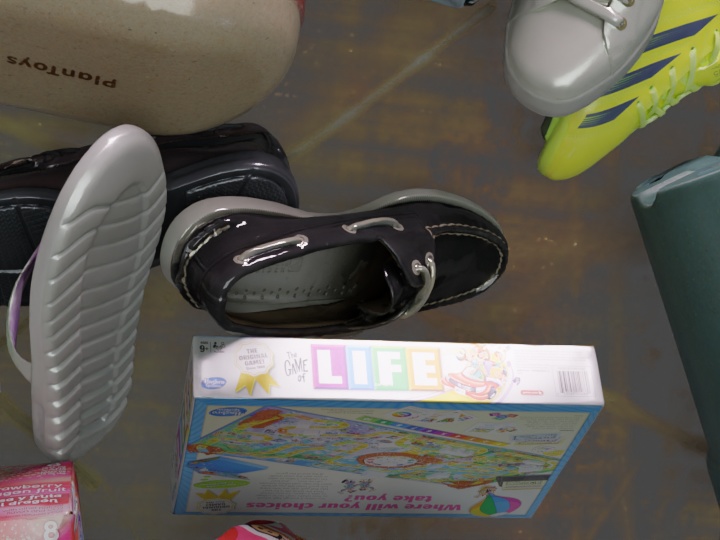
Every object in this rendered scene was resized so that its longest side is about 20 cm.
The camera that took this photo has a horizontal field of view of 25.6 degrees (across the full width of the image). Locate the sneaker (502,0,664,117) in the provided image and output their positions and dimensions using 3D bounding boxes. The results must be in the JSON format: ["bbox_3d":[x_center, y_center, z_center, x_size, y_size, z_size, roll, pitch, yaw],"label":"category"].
[{"bbox_3d":[0.129,-0.172,0.772,0.072,0.085,0.201,29,79,15],"label":"sneaker"}]

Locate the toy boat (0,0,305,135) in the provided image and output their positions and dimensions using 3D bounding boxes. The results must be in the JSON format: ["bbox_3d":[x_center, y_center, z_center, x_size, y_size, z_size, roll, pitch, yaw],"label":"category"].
[{"bbox_3d":[-0.123,-0.150,0.762,0.198,0.131,0.132,11,67,-12],"label":"toy boat"}]

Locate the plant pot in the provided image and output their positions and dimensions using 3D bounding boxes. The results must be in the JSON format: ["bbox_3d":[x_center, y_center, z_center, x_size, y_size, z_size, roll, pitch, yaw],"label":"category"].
[{"bbox_3d":[0.242,0.021,0.812,0.199,0.200,0.197,-24,94,-6],"label":"plant pot"}]

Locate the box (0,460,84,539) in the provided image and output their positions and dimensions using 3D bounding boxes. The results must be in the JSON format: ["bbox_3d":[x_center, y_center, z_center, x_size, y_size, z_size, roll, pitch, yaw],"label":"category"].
[{"bbox_3d":[-0.229,0.156,0.745,0.198,0.095,0.101,-5,100,-9],"label":"box"}]

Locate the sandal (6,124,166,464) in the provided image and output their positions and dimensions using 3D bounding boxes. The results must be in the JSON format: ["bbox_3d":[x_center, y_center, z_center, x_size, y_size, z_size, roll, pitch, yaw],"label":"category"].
[{"bbox_3d":[-0.142,0.014,0.761,0.050,0.082,0.204,30,129,18],"label":"sandal"}]

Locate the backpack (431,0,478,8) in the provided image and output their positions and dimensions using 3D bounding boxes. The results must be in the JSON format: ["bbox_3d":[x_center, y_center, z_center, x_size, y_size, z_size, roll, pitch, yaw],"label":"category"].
[{"bbox_3d":[0.065,-0.228,0.764,0.153,0.163,0.202,16,102,-4],"label":"backpack"}]

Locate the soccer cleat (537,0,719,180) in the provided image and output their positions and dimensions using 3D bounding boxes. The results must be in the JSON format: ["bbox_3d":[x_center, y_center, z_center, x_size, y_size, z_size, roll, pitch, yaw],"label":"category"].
[{"bbox_3d":[0.170,-0.120,0.831,0.084,0.065,0.201,39,87,1],"label":"soccer cleat"}]

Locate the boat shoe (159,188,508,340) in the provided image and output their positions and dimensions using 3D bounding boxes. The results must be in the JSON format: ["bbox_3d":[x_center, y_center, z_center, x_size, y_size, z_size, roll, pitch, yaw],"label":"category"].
[{"bbox_3d":[0.000,0.000,0.790,0.199,0.060,0.074,4,117,-35],"label":"boat shoe"}]

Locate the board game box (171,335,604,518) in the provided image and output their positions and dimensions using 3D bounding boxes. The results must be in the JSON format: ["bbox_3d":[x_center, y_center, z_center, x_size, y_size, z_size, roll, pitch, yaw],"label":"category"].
[{"bbox_3d":[0.008,0.083,0.803,0.198,0.135,0.034,2,57,-11],"label":"board game box"}]

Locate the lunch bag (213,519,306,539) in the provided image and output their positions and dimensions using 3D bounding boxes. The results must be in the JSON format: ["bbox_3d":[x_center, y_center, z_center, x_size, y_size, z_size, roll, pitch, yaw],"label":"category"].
[{"bbox_3d":[-0.074,0.223,0.784,0.082,0.176,0.201,29,89,13],"label":"lunch bag"}]

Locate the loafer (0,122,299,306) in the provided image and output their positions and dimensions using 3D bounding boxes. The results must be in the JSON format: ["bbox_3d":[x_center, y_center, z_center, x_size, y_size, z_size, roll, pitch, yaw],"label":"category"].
[{"bbox_3d":[-0.132,-0.032,0.803,0.198,0.063,0.072,-10,130,-5],"label":"loafer"}]

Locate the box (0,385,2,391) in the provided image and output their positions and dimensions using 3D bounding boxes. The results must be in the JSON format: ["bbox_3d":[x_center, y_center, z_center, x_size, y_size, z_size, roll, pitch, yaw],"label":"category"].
[{"bbox_3d":[-0.286,-0.004,0.725,0.175,0.097,0.202,-15,101,11],"label":"box"}]
